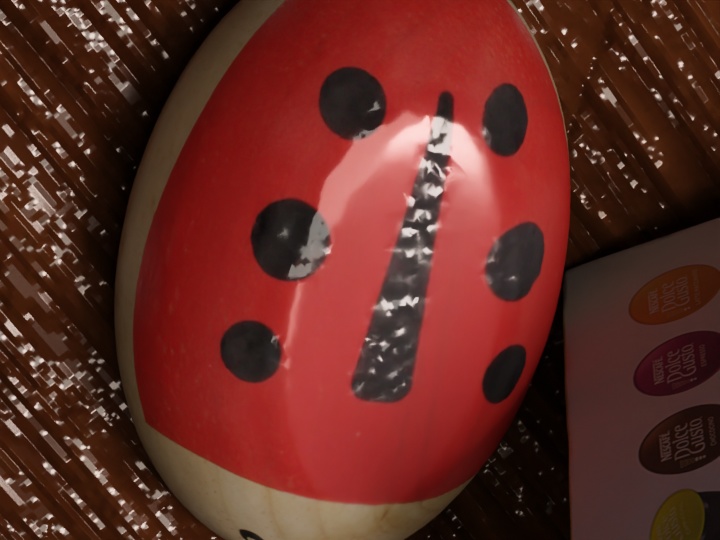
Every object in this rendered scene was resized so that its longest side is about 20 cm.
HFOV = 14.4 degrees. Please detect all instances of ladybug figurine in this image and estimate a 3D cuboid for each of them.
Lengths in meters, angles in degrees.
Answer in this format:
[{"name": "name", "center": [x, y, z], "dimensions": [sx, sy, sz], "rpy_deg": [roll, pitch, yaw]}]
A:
[{"name": "ladybug figurine", "center": [0.000, 0.000, 0.831], "dimensions": [0.136, 0.072, 0.200], "rpy_deg": [3, 110, -18]}]

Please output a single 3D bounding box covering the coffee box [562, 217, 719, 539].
[{"name": "coffee box", "center": [0.183, 0.098, 0.829], "dimensions": [0.198, 0.200, 0.200], "rpy_deg": [-19, 118, 14]}]
